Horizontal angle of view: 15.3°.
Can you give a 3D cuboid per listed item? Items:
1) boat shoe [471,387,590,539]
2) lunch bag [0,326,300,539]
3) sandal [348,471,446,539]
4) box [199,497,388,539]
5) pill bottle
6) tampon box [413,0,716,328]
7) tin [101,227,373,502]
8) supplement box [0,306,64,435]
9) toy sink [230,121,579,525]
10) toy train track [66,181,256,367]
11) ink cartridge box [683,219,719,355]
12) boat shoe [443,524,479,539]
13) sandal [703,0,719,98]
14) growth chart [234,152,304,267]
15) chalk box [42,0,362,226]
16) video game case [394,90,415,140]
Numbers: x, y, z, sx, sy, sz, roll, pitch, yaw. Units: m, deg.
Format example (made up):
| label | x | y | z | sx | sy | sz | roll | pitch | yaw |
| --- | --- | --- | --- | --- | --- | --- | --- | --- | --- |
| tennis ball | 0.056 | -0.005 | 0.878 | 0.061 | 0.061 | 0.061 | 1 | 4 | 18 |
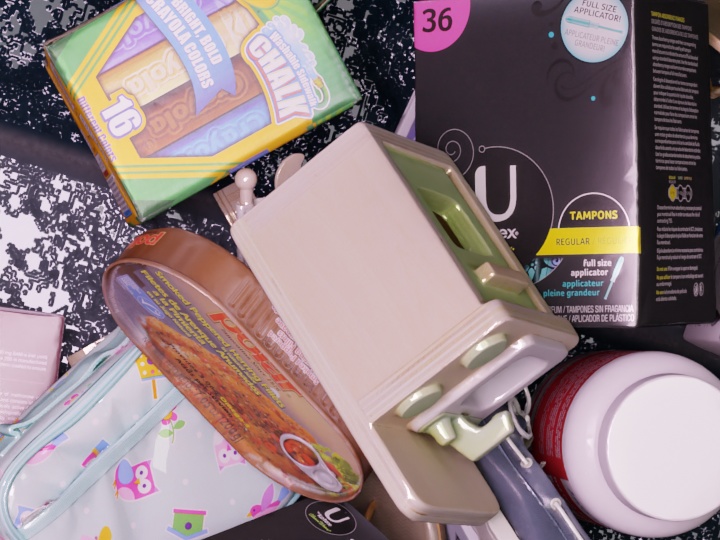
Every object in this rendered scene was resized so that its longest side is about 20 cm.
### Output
| label | x | y | z | sx | sy | sz | roll | pitch | yaw |
| --- | --- | --- | --- | --- | --- | --- | --- | --- | --- |
| boat shoe | 0.082 | 0.113 | 1.610 | 0.062 | 0.075 | 0.201 | -22 | 61 | -14 |
| lunch bag | -0.136 | 0.126 | 1.626 | 0.200 | 0.077 | 0.161 | -45 | 115 | -23 |
| sandal | 0.004 | 0.208 | 1.674 | 0.054 | 0.080 | 0.201 | 6 | 92 | -52 |
| box | -0.064 | 0.242 | 1.574 | 0.199 | 0.149 | 0.124 | -17 | 48 | -43 |
| pill bottle | 0.170 | 0.105 | 1.641 | 0.111 | 0.200 | 0.113 | 0 | 88 | -7 |
| tampon box | 0.124 | -0.065 | 1.630 | 0.149 | 0.126 | 0.201 | -2 | 89 | 28 |
| tin | -0.065 | 0.055 | 1.558 | 0.200 | 0.112 | 0.042 | 48 | 63 | -18 |
| supplement box | -0.248 | 0.120 | 1.655 | 0.108 | 0.061 | 0.201 | 8 | 89 | -9 |
| toy sink | 0.041 | 0.030 | 1.522 | 0.112 | 0.130 | 0.201 | -38 | 69 | 16 |
| toy train track | -0.092 | 0.017 | 1.692 | 0.199 | 0.033 | 0.115 | -29 | 92 | -6 |
| ink cartridge box | 0.283 | -0.012 | 1.659 | 0.085 | 0.200 | 0.147 | 18 | 86 | -7 |
| boat shoe | 0.087 | 0.149 | 1.667 | 0.066 | 0.070 | 0.201 | -20 | 56 | -15 |
| sandal | 0.193 | -0.148 | 1.712 | 0.211 | 0.078 | 0.070 | 37 | 115 | 1 |
| growth chart | 0.000 | 0.000 | 1.655 | 0.199 | 0.018 | 0.146 | 1 | 97 | -39 |
| chalk box | -0.080 | -0.127 | 1.652 | 0.199 | 0.125 | 0.124 | -28 | 92 | -6 |
| video game case | 0.111 | -0.112 | 1.730 | 0.143 | 0.018 | 0.201 | 25 | 86 | -7 |
